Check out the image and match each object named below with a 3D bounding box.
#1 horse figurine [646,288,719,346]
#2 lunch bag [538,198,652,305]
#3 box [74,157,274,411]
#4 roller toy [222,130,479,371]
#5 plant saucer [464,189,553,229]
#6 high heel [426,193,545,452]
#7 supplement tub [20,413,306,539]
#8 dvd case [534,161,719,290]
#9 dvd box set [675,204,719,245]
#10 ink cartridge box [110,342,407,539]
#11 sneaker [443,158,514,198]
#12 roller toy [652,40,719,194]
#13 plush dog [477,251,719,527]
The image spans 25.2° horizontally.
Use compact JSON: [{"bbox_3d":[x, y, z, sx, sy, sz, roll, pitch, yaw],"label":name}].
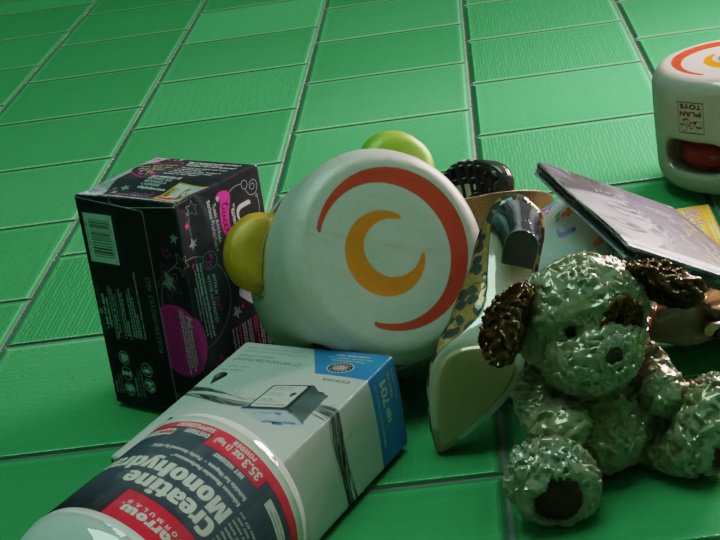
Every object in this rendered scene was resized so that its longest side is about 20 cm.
[{"bbox_3d":[0.279,0.044,1.374,0.198,0.051,0.132,-8,14,23],"label":"horse figurine"},{"bbox_3d":[0.168,0.017,1.388,0.160,0.077,0.200,-33,21,9],"label":"lunch bag"},{"bbox_3d":[-0.155,0.013,1.430,0.131,0.202,0.114,7,25,37],"label":"box"},{"bbox_3d":[0.000,0.000,1.375,0.199,0.184,0.140,-32,1,-24],"label":"roller toy"},{"bbox_3d":[0.093,-0.027,1.539,0.198,0.036,0.200,-13,-11,-3],"label":"plant saucer"},{"bbox_3d":[0.102,0.040,1.305,0.071,0.202,0.143,20,16,-2],"label":"high heel"},{"bbox_3d":[-0.138,0.195,1.046,0.139,0.142,0.200,4,25,30],"label":"supplement tub"},{"bbox_3d":[0.243,-0.034,1.351,0.147,0.016,0.200,17,18,-22],"label":"dvd case"},{"bbox_3d":[0.253,-0.017,1.570,0.197,0.030,0.147,-8,21,5],"label":"dvd box set"},{"bbox_3d":[-0.074,0.139,1.240,0.145,0.087,0.200,3,23,28],"label":"ink cartridge box"},{"bbox_3d":[0.120,-0.069,1.633,0.089,0.067,0.200,-7,-14,-24],"label":"sneaker"},{"bbox_3d":[0.408,-0.173,1.732,0.180,0.141,0.200,-8,22,4],"label":"roller toy"},{"bbox_3d":[0.172,0.068,1.193,0.198,0.174,0.160,-15,22,-13],"label":"plush dog"}]
